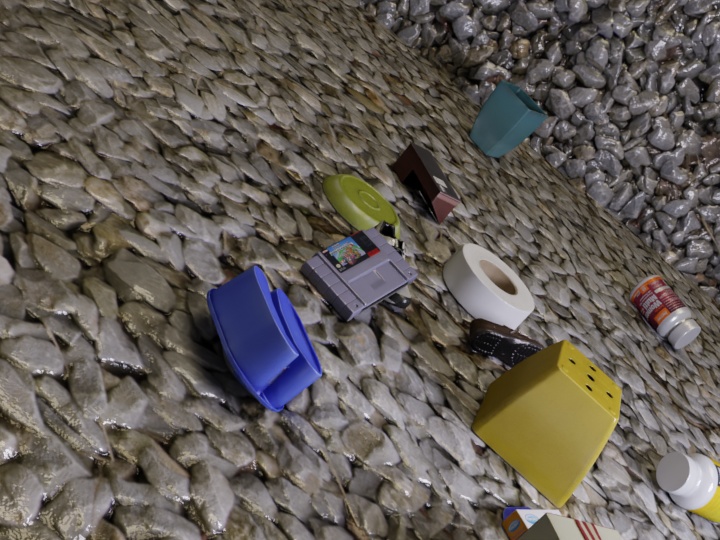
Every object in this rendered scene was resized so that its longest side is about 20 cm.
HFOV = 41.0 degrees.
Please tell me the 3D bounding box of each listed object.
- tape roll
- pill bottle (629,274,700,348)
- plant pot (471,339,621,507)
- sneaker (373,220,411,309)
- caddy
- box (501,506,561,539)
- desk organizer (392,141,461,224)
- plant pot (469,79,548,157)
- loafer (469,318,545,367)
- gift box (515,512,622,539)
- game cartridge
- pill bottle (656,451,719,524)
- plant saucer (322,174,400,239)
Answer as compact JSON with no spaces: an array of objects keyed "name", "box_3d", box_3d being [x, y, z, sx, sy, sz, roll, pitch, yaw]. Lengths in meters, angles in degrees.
[{"name":"tape roll","box_3d":[0.269,0.036,2.032,0.202,0.071,0.203,33,26,-18]},{"name":"pill bottle","box_3d":[0.864,0.117,2.734,0.109,0.110,0.201,11,37,-48]},{"name":"plant pot","box_3d":[0.336,0.240,1.651,0.200,0.177,0.200,42,23,2]},{"name":"sneaker","box_3d":[0.052,-0.014,1.786,0.073,0.080,0.201,22,32,-40]},{"name":"caddy","box_3d":[-0.138,0.094,1.289,0.141,0.105,0.201,48,11,-49]},{"name":"box","box_3d":[0.291,0.428,1.430,0.118,0.042,0.201,15,37,-45]},{"name":"desk organizer","box_3d":[0.152,-0.206,2.264,0.071,0.077,0.201,21,31,-38]},{"name":"plant pot","box_3d":[0.444,-0.454,2.974,0.142,0.200,0.141,51,26,24]},{"name":"loafer","box_3d":[0.292,0.138,1.887,0.199,0.073,0.071,27,28,-30]},{"name":"gift box","box_3d":[0.274,0.430,1.215,0.183,0.200,0.188,17,34,-33]},{"name":"game cartridge","box_3d":[0.000,0.000,1.676,0.130,0.038,0.199,50,41,10]},{"name":"pill bottle","box_3d":[0.686,0.431,1.925,0.199,0.112,0.112,27,27,-29]},{"name":"plant saucer","box_3d":[0.011,-0.135,1.991,0.199,0.031,0.201,33,26,-18]}]
